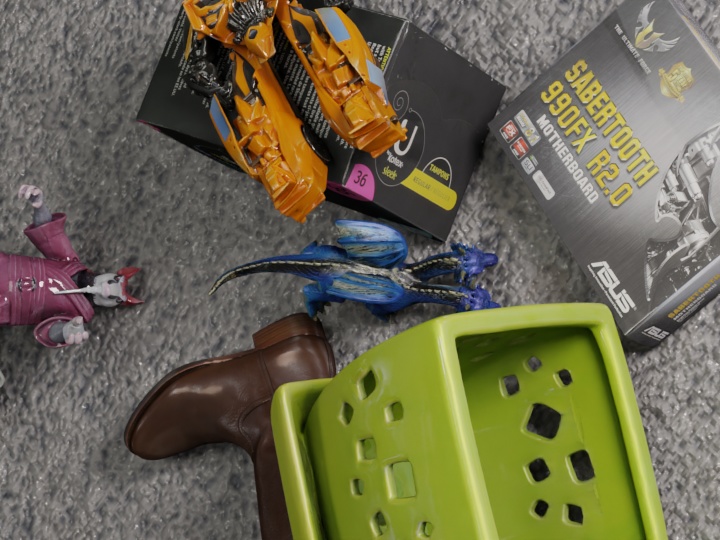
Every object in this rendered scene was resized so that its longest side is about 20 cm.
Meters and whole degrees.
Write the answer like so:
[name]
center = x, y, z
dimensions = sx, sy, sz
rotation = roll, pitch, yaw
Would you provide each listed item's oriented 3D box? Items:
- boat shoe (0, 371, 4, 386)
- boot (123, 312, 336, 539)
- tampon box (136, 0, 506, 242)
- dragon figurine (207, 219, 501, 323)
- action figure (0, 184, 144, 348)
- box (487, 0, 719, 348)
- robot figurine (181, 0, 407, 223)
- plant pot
[boat shoe]
center = -0.321, 0.092, 1.953
dimensions = 0.086, 0.074, 0.203
rotation = -18, 59, 44
[boot]
center = -0.079, 0.148, 1.759
dimensions = 0.186, 0.064, 0.201
rotation = -35, 48, 19
[tampon box]
center = -0.028, -0.121, 1.770
dimensions = 0.199, 0.150, 0.127
rotation = 20, 87, 36
[dragon figurine]
center = 0.000, 0.000, 1.727
dimensions = 0.099, 0.199, 0.059
rotation = 148, 130, -67
[action figure]
center = -0.266, 0.023, 1.898
dimensions = 0.149, 0.199, 0.135
rotation = 117, 153, -57
[box]
center = 0.198, -0.073, 1.669
dimensions = 0.158, 0.048, 0.201
rotation = -41, 58, 18
[robot figurine]
center = -0.052, -0.141, 1.664
dimensions = 0.145, 0.058, 0.201
rotation = -38, 60, 16
[plant pot]
center = 0.062, 0.140, 1.597
dimensions = 0.181, 0.199, 0.200
rotation = -18, 80, 37
